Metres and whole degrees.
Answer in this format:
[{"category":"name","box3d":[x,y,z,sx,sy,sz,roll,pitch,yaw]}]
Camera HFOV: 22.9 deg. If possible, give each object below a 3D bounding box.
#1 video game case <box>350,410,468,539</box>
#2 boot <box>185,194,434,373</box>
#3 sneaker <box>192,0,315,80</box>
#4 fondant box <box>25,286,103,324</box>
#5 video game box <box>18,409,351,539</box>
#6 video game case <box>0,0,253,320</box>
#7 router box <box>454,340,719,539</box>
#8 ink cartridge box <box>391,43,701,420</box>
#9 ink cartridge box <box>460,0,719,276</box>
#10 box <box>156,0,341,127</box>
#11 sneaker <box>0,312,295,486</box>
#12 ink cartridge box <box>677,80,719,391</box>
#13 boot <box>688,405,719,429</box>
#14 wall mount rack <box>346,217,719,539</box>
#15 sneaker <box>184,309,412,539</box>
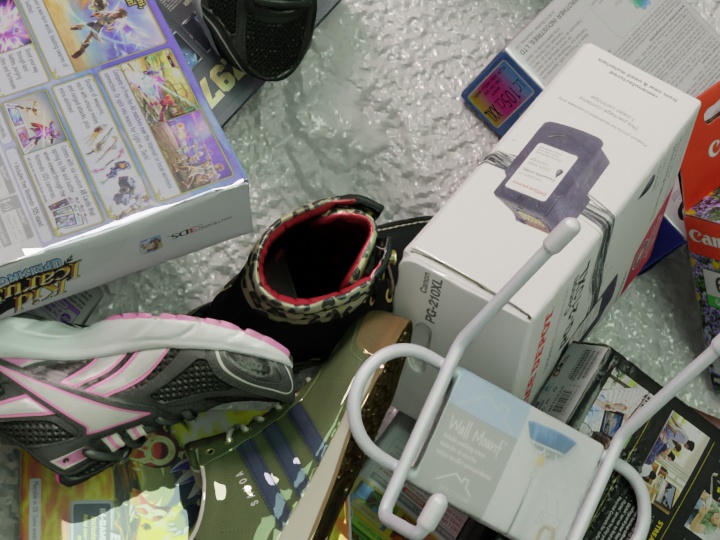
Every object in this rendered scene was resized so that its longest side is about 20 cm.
[{"category":"video game case","box3d":[0.061,0.198,1.036,0.200,0.023,0.182,40,63,-5]},{"category":"boot","box3d":[0.000,0.002,1.007,0.203,0.154,0.074,-22,79,-26]},{"category":"sneaker","box3d":[-0.044,-0.191,0.981,0.080,0.201,0.086,-11,37,-23]},{"category":"fondant box","box3d":[-0.254,0.048,0.950,0.144,0.058,0.200,38,62,-5]},{"category":"video game box","box3d":[-0.093,0.175,0.958,0.181,0.047,0.202,1,71,-12]},{"category":"video game case","box3d":[-0.174,-0.072,0.927,0.180,0.046,0.201,-20,54,-11]},{"category":"router box","box3d":[0.133,0.164,0.995,0.149,0.051,0.201,36,79,-17]},{"category":"ink cartridge box","box3d":[0.102,-0.010,1.027,0.084,0.145,0.200,30,54,17]},{"category":"ink cartridge box","box3d":[0.185,-0.096,1.156,0.200,0.076,0.136,45,64,0]},{"category":"box","box3d":[-0.113,-0.170,1.077,0.158,0.051,0.200,44,63,-9]},{"category":"sneaker","box3d":[-0.130,0.067,0.911,0.198,0.080,0.087,1,85,8]},{"category":"ink cartridge box","box3d":[0.257,-0.027,1.111,0.109,0.050,0.201,-35,125,-30]},{"category":"boot","box3d":[0.200,0.161,1.075,0.199,0.064,0.187,18,53,-18]},{"category":"wall mount rack","box3d":[0.100,0.077,0.908,0.199,0.074,0.175,29,81,-24]},{"category":"sneaker","box3d":[-0.049,0.099,0.928,0.089,0.067,0.201,20,69,12]}]
